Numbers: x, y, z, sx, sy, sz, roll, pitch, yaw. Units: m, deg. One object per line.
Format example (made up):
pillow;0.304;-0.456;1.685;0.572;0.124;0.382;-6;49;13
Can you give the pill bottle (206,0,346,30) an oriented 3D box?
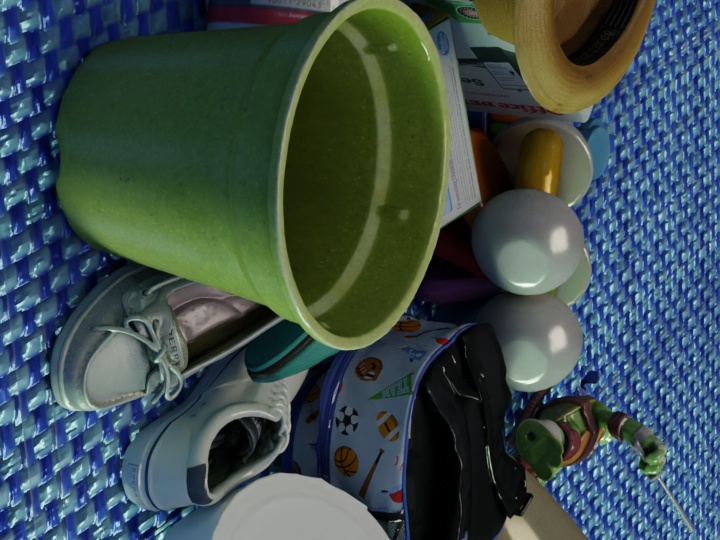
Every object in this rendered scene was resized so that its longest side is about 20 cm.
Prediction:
pill bottle;-0.031;-0.236;1.344;0.119;0.119;0.202;3;94;-61

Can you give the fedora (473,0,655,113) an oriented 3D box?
fedora;0.129;-0.204;1.382;0.200;0.081;0.202;-29;126;-49

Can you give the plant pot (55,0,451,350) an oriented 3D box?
plant pot;-0.072;-0.065;1.245;0.200;0.183;0.202;-21;114;-57

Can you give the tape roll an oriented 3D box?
tape roll;-0.046;0.236;1.375;0.202;0.071;0.204;27;49;-35

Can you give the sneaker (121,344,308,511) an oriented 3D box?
sneaker;-0.075;0.100;1.396;0.200;0.070;0.074;-47;136;-46

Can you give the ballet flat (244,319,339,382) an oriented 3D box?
ballet flat;0.000;0.000;1.395;0.070;0.067;0.201;37;79;-37

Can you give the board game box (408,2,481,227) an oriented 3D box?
board game box;-0.010;-0.071;1.436;0.199;0.040;0.154;-32;127;-30

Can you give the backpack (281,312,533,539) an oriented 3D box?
backpack;0.033;0.127;1.519;0.200;0.153;0.192;-43;141;-57

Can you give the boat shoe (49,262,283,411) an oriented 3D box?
boat shoe;-0.104;0.029;1.307;0.201;0.064;0.075;-27;122;-38

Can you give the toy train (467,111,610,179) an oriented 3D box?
toy train;0.140;-0.170;1.672;0.084;0.115;0.202;-22;117;-58

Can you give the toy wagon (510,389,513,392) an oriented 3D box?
toy wagon;0.122;0.027;1.767;0.200;0.039;0.156;-43;133;-49

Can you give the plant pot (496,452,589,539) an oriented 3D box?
plant pot;0.116;0.251;1.697;0.187;0.186;0.201;-49;124;-44

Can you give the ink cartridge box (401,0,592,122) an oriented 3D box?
ink cartridge box;0.082;-0.192;1.532;0.200;0.145;0.084;43;60;-55

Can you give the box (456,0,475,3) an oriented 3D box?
box;0.022;-0.283;1.401;0.036;0.143;0.202;-21;115;-57

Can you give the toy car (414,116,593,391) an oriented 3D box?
toy car;0.098;-0.015;1.600;0.175;0.148;0.202;-74;164;-58

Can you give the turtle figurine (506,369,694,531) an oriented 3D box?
turtle figurine;0.187;0.185;1.819;0.193;0.143;0.202;-2;93;-55
